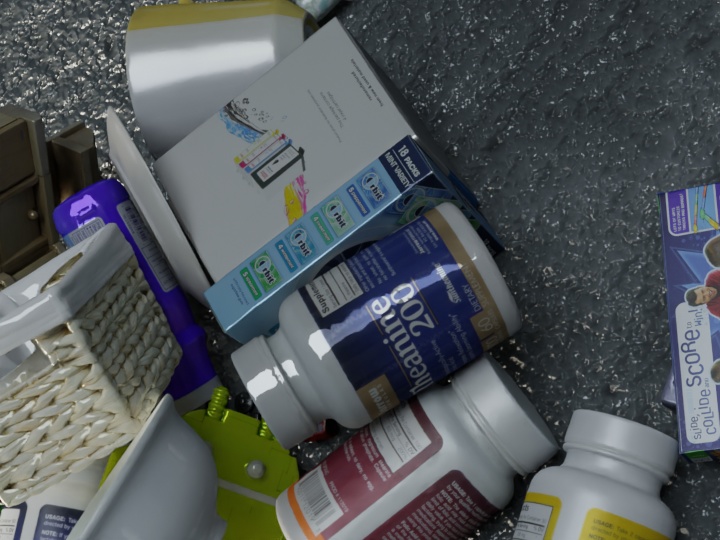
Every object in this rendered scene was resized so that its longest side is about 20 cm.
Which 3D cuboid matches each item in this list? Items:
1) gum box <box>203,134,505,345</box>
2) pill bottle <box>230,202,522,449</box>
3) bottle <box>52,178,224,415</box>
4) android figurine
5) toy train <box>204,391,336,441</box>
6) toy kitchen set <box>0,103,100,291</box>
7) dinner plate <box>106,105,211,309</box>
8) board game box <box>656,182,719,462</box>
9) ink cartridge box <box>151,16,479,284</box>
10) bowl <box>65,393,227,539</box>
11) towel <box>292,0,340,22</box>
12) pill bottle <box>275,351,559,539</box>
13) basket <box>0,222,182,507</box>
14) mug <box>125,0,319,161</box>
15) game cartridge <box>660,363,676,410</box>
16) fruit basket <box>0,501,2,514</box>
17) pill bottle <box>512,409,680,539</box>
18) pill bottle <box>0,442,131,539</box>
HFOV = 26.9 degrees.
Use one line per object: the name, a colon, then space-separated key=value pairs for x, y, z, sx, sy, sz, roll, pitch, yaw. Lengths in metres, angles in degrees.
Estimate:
gum box: x=0.000 y=0.000 z=1.189 sx=0.199 sy=0.170 sz=0.045 roll=-38 pitch=60 yaw=8
pill bottle: x=0.010 y=0.045 z=1.108 sx=0.199 sy=0.111 sz=0.111 roll=-31 pitch=61 yaw=-2
bottle: x=-0.181 y=0.023 z=1.251 sx=0.065 sy=0.084 sz=0.201 roll=-29 pitch=94 yaw=0
android figurine: x=-0.121 y=0.195 z=1.202 sx=0.181 sy=0.041 sz=0.202 roll=23 pitch=78 yaw=-11
toy train: x=-0.041 y=0.119 z=1.243 sx=0.198 sy=0.034 sz=0.046 roll=-8 pitch=72 yaw=23
toy kitchen set: x=-0.236 y=-0.038 z=1.330 sx=0.179 sy=0.202 sz=0.163 roll=20 pitch=39 yaw=29
dinner plate: x=-0.170 y=-0.045 z=1.269 sx=0.024 sy=0.201 sz=0.201 roll=-30 pitch=60 yaw=-7
board game box: x=0.289 y=0.030 z=1.082 sx=0.134 sy=0.034 sz=0.202 roll=-9 pitch=68 yaw=23
ink cartridge box: x=-0.037 y=-0.069 z=1.245 sx=0.199 sy=0.147 sz=0.145 roll=-37 pitch=60 yaw=9
bowl: x=-0.157 y=0.196 z=1.071 sx=0.090 sy=0.201 sz=0.202 roll=34 pitch=88 yaw=-6
towel: x=-0.041 y=-0.348 z=1.410 sx=0.171 sy=0.048 sz=0.200 roll=-47 pitch=59 yaw=6
pill bottle: x=0.044 y=0.158 z=1.142 sx=0.199 sy=0.114 sz=0.115 roll=-38 pitch=60 yaw=7
basket: x=-0.223 y=0.067 z=1.124 sx=0.135 sy=0.200 sz=0.124 roll=-29 pitch=102 yaw=11
mug: x=-0.113 y=-0.189 z=1.323 sx=0.151 sy=0.149 sz=0.189 roll=-9 pitch=101 yaw=14
game cartridge: x=0.314 y=0.024 z=1.112 sx=0.129 sy=0.038 sz=0.202 roll=15 pitch=79 yaw=33
fruit basket: x=-0.334 y=0.134 z=1.279 sx=0.213 sy=0.215 sz=0.157 roll=-12 pitch=66 yaw=21
pill bottle: x=0.160 y=0.207 z=1.070 sx=0.110 sy=0.111 sz=0.202 roll=14 pitch=78 yaw=29
pill bottle: x=-0.243 y=0.236 z=1.230 sx=0.115 sy=0.116 sz=0.202 roll=3 pitch=72 yaw=26
